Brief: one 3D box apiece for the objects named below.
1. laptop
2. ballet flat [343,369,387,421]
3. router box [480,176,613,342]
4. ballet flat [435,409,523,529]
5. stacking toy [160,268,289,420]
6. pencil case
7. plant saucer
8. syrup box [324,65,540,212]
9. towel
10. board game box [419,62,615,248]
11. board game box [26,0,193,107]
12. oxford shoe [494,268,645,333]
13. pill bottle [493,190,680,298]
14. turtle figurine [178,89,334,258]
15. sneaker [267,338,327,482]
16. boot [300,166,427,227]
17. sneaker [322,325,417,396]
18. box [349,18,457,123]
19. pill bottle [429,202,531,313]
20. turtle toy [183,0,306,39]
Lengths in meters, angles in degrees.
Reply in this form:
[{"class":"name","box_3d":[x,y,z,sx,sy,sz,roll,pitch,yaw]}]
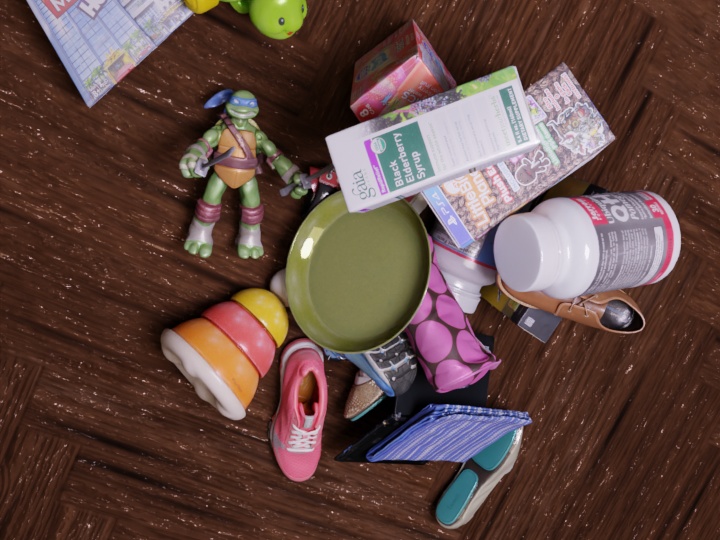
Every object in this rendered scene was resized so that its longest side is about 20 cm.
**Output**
[{"class":"laptop","box_3d":[0.076,0.174,1.131,0.176,0.104,0.200,14,136,-40]},{"class":"ballet flat","box_3d":[0.044,0.120,1.133,0.199,0.070,0.066,-37,101,-11]},{"class":"router box","box_3d":[0.246,-0.024,1.094,0.052,0.157,0.201,31,95,-20]},{"class":"ballet flat","box_3d":[0.182,0.294,1.220,0.069,0.070,0.201,34,96,-20]},{"class":"stacking toy","box_3d":[-0.139,0.074,1.054,0.200,0.146,0.147,-44,112,-19]},{"class":"pencil case","box_3d":[0.090,0.047,1.014,0.093,0.091,0.202,-21,75,-19]},{"class":"plant saucer","box_3d":[0.000,0.000,0.993,0.202,0.199,0.031,-58,148,6]},{"class":"syrup box","box_3d":[0.071,-0.127,0.833,0.197,0.081,0.080,-19,91,8]},{"class":"towel","box_3d":[0.119,0.224,1.109,0.198,0.024,0.145,12,138,-40]},{"class":"board game box","box_3d":[0.167,-0.120,0.941,0.199,0.159,0.097,-35,86,7]},{"class":"board game box","box_3d":[-0.296,-0.325,0.920,0.200,0.062,0.200,-42,112,-1]},{"class":"oxford shoe","box_3d":[0.254,0.028,0.990,0.197,0.071,0.072,16,102,-17]},{"class":"pill bottle","box_3d":[0.249,-0.028,0.927,0.198,0.110,0.112,-8,107,-29]},{"class":"turtle figurine","box_3d":[-0.138,-0.094,0.966,0.143,0.199,0.196,-25,140,-46]},{"class":"sneaker","box_3d":[-0.081,0.197,1.105,0.073,0.087,0.203,0,105,-13]},{"class":"boot","box_3d":[0.017,-0.121,1.055,0.144,0.072,0.201,35,97,-19]},{"class":"sneaker","box_3d":[-0.002,0.088,1.058,0.078,0.200,0.091,-10,135,-37]},{"class":"box","box_3d":[0.054,-0.206,0.962,0.094,0.201,0.103,-33,112,17]},{"class":"pill bottle","box_3d":[0.150,-0.053,1.086,0.107,0.109,0.202,18,100,-18]},{"class":"turtle toy","box_3d":[-0.130,-0.347,0.912,0.146,0.101,0.202,-41,113,-29]}]
